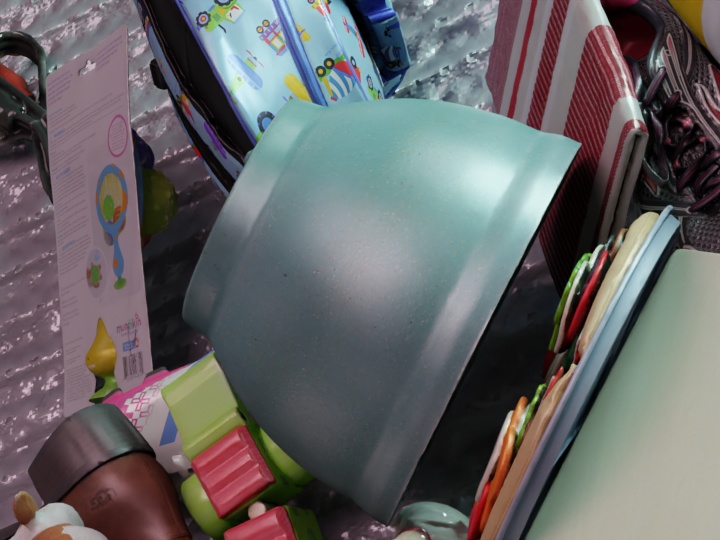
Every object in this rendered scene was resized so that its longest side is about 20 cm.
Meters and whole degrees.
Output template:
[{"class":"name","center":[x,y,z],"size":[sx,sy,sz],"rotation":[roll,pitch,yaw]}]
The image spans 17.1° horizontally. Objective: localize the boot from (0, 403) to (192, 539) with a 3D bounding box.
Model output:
[{"class":"boot","center":[-0.114,0.197,1.189],"size":[0.188,0.068,0.200],"rotation":[-52,59,28]}]

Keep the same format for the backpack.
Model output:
[{"class":"backpack","center":[-0.041,-0.114,1.294],"size":[0.134,0.183,0.200],"rotation":[-26,58,-4]}]

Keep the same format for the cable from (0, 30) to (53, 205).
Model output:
[{"class":"cable","center":[-0.203,-0.088,1.507],"size":[0.200,0.050,0.097],"rotation":[31,62,34]}]

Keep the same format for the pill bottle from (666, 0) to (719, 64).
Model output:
[{"class":"pill bottle","center":[0.203,-0.159,1.183],"size":[0.112,0.112,0.200],"rotation":[-38,43,7]}]

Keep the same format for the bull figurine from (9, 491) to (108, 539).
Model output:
[{"class":"bull figurine","center":[-0.117,0.184,1.084],"size":[0.200,0.065,0.122],"rotation":[25,71,30]}]

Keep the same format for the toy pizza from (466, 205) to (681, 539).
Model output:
[{"class":"toy pizza","center":[0.087,0.058,1.061],"size":[0.032,0.200,0.201],"rotation":[26,73,9]}]

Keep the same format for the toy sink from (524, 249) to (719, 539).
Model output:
[{"class":"toy sink","center":[0.167,0.107,1.010],"size":[0.130,0.112,0.200],"rotation":[8,59,40]}]

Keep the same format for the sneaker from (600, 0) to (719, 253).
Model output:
[{"class":"sneaker","center":[0.153,-0.062,1.175],"size":[0.081,0.075,0.200],"rotation":[-35,44,10]}]

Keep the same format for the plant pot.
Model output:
[{"class":"plant pot","center":[0.000,0.000,1.124],"size":[0.134,0.200,0.201],"rotation":[28,73,4]}]

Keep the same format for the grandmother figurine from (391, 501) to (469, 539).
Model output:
[{"class":"grandmother figurine","center":[0.013,0.166,1.068],"size":[0.060,0.122,0.200],"rotation":[19,31,8]}]

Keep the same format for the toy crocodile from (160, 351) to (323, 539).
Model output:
[{"class":"toy crocodile","center":[-0.042,0.130,1.163],"size":[0.067,0.062,0.200],"rotation":[-31,68,13]}]

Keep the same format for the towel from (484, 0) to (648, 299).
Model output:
[{"class":"towel","center":[0.103,-0.086,1.197],"size":[0.023,0.144,0.200],"rotation":[-4,46,-12]}]

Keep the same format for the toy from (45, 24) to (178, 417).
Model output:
[{"class":"toy","center":[-0.132,-0.024,1.340],"size":[0.115,0.047,0.201],"rotation":[-20,69,57]}]

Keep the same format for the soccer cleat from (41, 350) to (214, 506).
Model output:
[{"class":"soccer cleat","center":[-0.080,0.088,1.242],"size":[0.200,0.070,0.086],"rotation":[-37,51,11]}]
